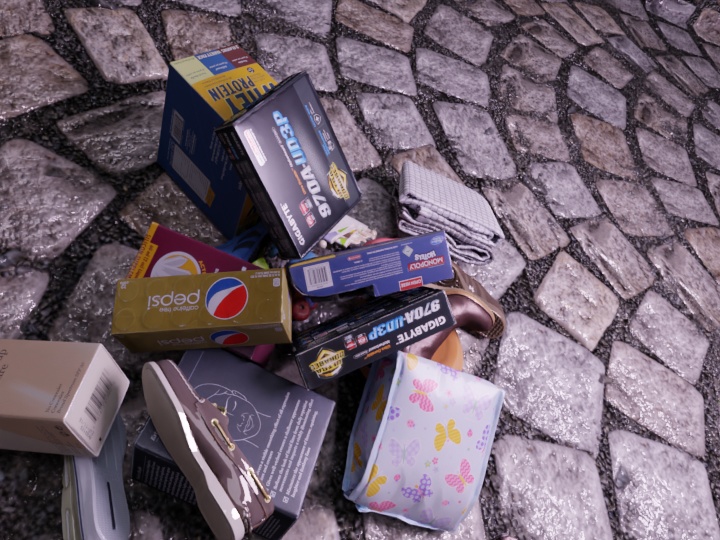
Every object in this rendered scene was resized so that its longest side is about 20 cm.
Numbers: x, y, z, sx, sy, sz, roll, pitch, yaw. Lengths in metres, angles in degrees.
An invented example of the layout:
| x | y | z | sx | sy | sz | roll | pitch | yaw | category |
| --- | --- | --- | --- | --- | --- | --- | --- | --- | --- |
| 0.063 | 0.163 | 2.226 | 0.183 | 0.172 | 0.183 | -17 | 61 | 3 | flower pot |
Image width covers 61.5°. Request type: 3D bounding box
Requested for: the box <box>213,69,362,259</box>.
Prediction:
| x | y | z | sx | sy | sz | roll | pitch | yaw | category |
| --- | --- | --- | --- | --- | --- | --- | --- | --- | --- |
| -0.091 | -0.144 | 0.835 | 0.159 | 0.045 | 0.203 | -47 | 123 | -37 | box |

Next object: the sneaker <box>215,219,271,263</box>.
| x | y | z | sx | sy | sz | roll | pitch | yaw | category |
| --- | --- | --- | --- | --- | --- | --- | --- | --- | --- |
| -0.195 | -0.022 | 0.907 | 0.077 | 0.067 | 0.202 | 27 | 50 | 5 | sneaker |

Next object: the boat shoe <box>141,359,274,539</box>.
| x | y | z | sx | sy | sz | roll | pitch | yaw | category |
| --- | --- | --- | --- | --- | --- | --- | --- | --- | --- |
| -0.160 | 0.177 | 0.626 | 0.059 | 0.072 | 0.202 | -22 | 71 | -41 | boat shoe |

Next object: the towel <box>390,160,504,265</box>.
| x | y | z | sx | sy | sz | roll | pitch | yaw | category |
| --- | --- | --- | --- | --- | --- | --- | --- | --- | --- |
| 0.147 | -0.099 | 1.087 | 0.195 | 0.087 | 0.167 | 21 | 28 | -10 | towel |

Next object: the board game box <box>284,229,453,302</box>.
| x | y | z | sx | sy | sz | roll | pitch | yaw | category |
| --- | --- | --- | --- | --- | --- | --- | --- | --- | --- |
| 0.000 | 0.000 | 0.812 | 0.194 | 0.200 | 0.064 | -13 | 92 | -8 | board game box |

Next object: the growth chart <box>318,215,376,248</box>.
| x | y | z | sx | sy | sz | roll | pitch | yaw | category |
| --- | --- | --- | --- | --- | --- | --- | --- | --- | --- |
| -0.058 | -0.078 | 0.988 | 0.143 | 0.018 | 0.199 | 33 | 21 | 17 | growth chart |

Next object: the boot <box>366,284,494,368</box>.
| x | y | z | sx | sy | sz | roll | pitch | yaw | category |
| --- | --- | --- | --- | --- | --- | --- | --- | --- | --- |
| 0.105 | 0.102 | 0.919 | 0.196 | 0.073 | 0.170 | 22 | 60 | -9 | boot |

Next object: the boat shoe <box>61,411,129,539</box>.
| x | y | z | sx | sy | sz | roll | pitch | yaw | category |
| --- | --- | --- | --- | --- | --- | --- | --- | --- | --- |
| -0.303 | 0.222 | 0.670 | 0.061 | 0.072 | 0.202 | -32 | 48 | 8 | boat shoe |

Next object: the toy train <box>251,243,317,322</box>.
| x | y | z | sx | sy | sz | roll | pitch | yaw | category |
| --- | --- | --- | --- | --- | --- | --- | --- | --- | --- |
| -0.129 | 0.035 | 0.865 | 0.117 | 0.084 | 0.199 | 52 | 49 | -3 | toy train |

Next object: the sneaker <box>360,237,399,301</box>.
| x | y | z | sx | sy | sz | roll | pitch | yaw | category |
| --- | --- | --- | --- | --- | --- | --- | --- | --- | --- |
| 0.017 | -0.007 | 0.989 | 0.085 | 0.076 | 0.198 | 13 | 23 | 34 | sneaker |

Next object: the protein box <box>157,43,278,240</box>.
| x | y | z | sx | sy | sz | roll | pitch | yaw | category |
| --- | --- | --- | --- | --- | --- | --- | --- | --- | --- |
| -0.198 | -0.197 | 0.952 | 0.200 | 0.200 | 0.134 | 44 | 49 | 12 | protein box |

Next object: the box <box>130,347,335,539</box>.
| x | y | z | sx | sy | sz | roll | pitch | yaw | category |
| --- | --- | --- | --- | --- | --- | --- | --- | --- | --- |
| -0.151 | 0.202 | 0.727 | 0.196 | 0.108 | 0.150 | 26 | 49 | -5 | box |

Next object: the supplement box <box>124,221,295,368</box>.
| x | y | z | sx | sy | sz | roll | pitch | yaw | category |
| --- | --- | --- | --- | --- | --- | --- | --- | --- | --- |
| -0.196 | 0.033 | 0.788 | 0.195 | 0.086 | 0.113 | 21 | 78 | 8 | supplement box |

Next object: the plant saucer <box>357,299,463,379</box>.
| x | y | z | sx | sy | sz | roll | pitch | yaw | category |
| --- | --- | --- | --- | --- | --- | --- | --- | --- | --- |
| 0.078 | 0.109 | 0.954 | 0.195 | 0.038 | 0.204 | 13 | 51 | -16 | plant saucer |

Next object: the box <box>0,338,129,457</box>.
| x | y | z | sx | sy | sz | roll | pitch | yaw | category |
| --- | --- | --- | --- | --- | --- | --- | --- | --- | --- |
| -0.365 | 0.133 | 0.647 | 0.194 | 0.079 | 0.097 | 0 | 48 | 10 | box |

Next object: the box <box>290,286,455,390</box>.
| x | y | z | sx | sy | sz | roll | pitch | yaw | category |
| --- | --- | --- | --- | --- | --- | --- | --- | --- | --- |
| 0.007 | 0.078 | 0.781 | 0.196 | 0.159 | 0.047 | -23 | 95 | -9 | box |

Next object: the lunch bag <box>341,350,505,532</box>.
| x | y | z | sx | sy | sz | roll | pitch | yaw | category |
| --- | --- | --- | --- | --- | --- | --- | --- | --- | --- |
| 0.075 | 0.224 | 0.802 | 0.166 | 0.127 | 0.205 | 19 | 79 | -13 | lunch bag |

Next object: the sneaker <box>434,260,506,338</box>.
| x | y | z | sx | sy | sz | roll | pitch | yaw | category |
| --- | --- | --- | --- | --- | --- | --- | --- | --- | --- |
| 0.167 | 0.034 | 1.035 | 0.200 | 0.070 | 0.076 | 45 | 21 | -5 | sneaker |

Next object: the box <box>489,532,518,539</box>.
| x | y | z | sx | sy | sz | roll | pitch | yaw | category |
| --- | --- | --- | --- | --- | --- | --- | --- | --- | --- |
| 0.166 | 0.438 | 0.655 | 0.163 | 0.165 | 0.202 | 28 | 48 | -1 | box |

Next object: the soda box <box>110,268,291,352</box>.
| x | y | z | sx | sy | sz | roll | pitch | yaw | category |
| --- | --- | --- | --- | --- | --- | --- | --- | --- | --- |
| -0.179 | 0.048 | 0.700 | 0.194 | 0.064 | 0.069 | -4 | 63 | 2 | soda box |
